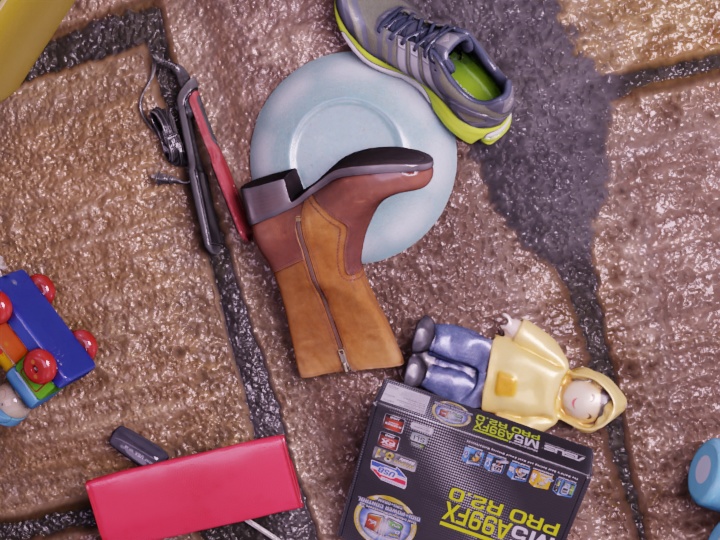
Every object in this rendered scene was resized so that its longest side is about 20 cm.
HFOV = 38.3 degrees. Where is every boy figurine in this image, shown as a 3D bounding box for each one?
[{"bbox_3d":[0.141,0.106,0.947,0.199,0.064,0.125,17,94,11],"label":"boy figurine"}]

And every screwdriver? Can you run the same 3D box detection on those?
[{"bbox_3d":[-0.159,0.210,1.024,0.199,0.028,0.029,28,69,0],"label":"screwdriver"}]

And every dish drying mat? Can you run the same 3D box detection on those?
[{"bbox_3d":[-0.160,0.215,1.005,0.199,0.018,0.077,-14,98,3],"label":"dish drying mat"}]

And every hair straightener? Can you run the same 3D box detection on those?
[{"bbox_3d":[-0.171,-0.109,0.991,0.077,0.041,0.201,-21,91,9],"label":"hair straightener"}]

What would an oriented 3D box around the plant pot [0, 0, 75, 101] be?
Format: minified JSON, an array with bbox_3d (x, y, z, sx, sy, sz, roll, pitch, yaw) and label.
[{"bbox_3d":[-0.374,-0.258,0.945,0.200,0.176,0.200,37,98,5],"label":"plant pot"}]

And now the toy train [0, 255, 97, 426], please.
[{"bbox_3d":[-0.362,0.049,1.018,0.116,0.085,0.200,-39,87,23],"label":"toy train"}]

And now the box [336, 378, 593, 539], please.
[{"bbox_3d":[0.092,0.203,0.943,0.199,0.044,0.161,19,117,7],"label":"box"}]

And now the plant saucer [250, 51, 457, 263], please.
[{"bbox_3d":[-0.011,-0.105,0.967,0.200,0.039,0.202,1,95,9],"label":"plant saucer"}]

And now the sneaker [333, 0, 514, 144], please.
[{"bbox_3d":[0.062,-0.199,0.920,0.200,0.081,0.074,37,74,2],"label":"sneaker"}]

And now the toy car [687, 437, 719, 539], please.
[{"bbox_3d":[0.350,0.279,0.900,0.183,0.177,0.201,20,125,-6],"label":"toy car"}]

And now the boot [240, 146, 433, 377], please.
[{"bbox_3d":[0.000,0.000,0.930,0.187,0.069,0.201,-14,106,16],"label":"boot"}]
